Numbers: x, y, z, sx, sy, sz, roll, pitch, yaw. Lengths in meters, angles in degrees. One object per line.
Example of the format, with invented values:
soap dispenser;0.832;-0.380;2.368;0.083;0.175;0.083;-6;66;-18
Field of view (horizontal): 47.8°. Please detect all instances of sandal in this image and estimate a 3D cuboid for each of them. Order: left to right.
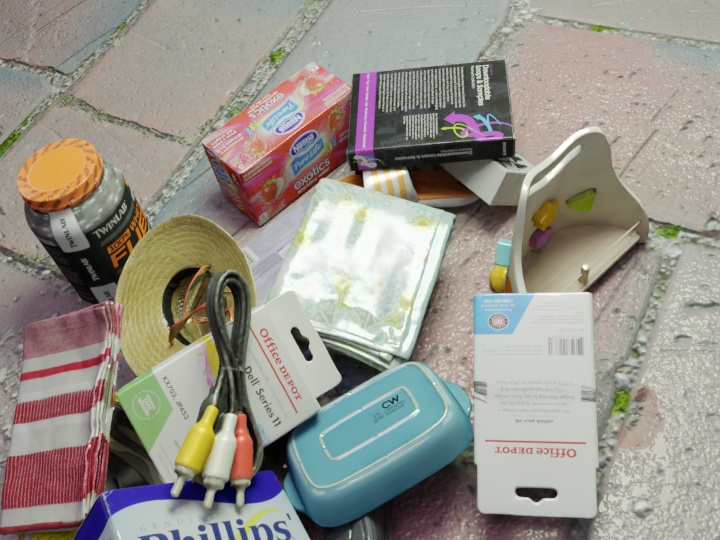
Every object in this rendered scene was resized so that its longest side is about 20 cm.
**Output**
sandal;0.057;-0.116;0.995;0.202;0.060;0.080;-7;42;-15

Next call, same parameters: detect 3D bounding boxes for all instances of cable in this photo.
cable;-0.108;0.105;0.713;0.050;0.096;0.204;-4;70;46

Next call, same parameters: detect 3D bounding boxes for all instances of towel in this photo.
towel;-0.283;0.137;0.756;0.142;0.023;0.204;-15;65;33
towel;0.000;0.000;0.890;0.168;0.048;0.203;18;64;10

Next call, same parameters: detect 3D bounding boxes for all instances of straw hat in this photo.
straw hat;-0.173;0.044;0.905;0.197;0.085;0.206;-5;80;28

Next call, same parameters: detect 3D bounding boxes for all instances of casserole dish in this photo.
casserole dish;0.012;0.154;0.764;0.197;0.039;0.122;-28;40;-8

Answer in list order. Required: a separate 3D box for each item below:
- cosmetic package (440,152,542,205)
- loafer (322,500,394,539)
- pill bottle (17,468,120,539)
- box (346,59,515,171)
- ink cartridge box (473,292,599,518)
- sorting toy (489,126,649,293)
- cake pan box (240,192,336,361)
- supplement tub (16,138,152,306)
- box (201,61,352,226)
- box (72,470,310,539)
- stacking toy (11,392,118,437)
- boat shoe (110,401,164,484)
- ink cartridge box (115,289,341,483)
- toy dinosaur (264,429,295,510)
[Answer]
cosmetic package;0.132;-0.155;1.021;0.081;0.051;0.200;-1;37;-44
loafer;-0.001;0.220;0.787;0.071;0.063;0.202;-32;34;21
pill bottle;-0.251;0.288;0.756;0.103;0.105;0.201;-28;51;-10
box;0.084;-0.189;0.981;0.195;0.036;0.145;-4;51;10
ink cartridge box;0.167;0.127;0.779;0.113;0.067;0.205;-1;79;12
sorting toy;0.211;-0.055;0.864;0.199;0.182;0.107;-38;54;-18
cake pan box;-0.053;0.007;0.963;0.199;0.053;0.184;-38;52;-17
supplement tub;-0.318;-0.050;0.972;0.120;0.202;0.124;-6;51;8
box;-0.098;-0.170;1.078;0.199;0.101;0.095;-39;54;-18
box;-0.122;0.282;0.669;0.201;0.182;0.106;51;120;36
stacking toy;-0.267;0.165;0.881;0.195;0.086;0.087;-5;51;1
boat shoe;-0.219;0.164;0.823;0.199;0.074;0.074;42;69;-6
ink cartridge box;-0.117;0.112;0.777;0.198;0.067;0.119;-31;92;-15
toy dinosaur;-0.089;0.197;0.818;0.086;0.048;0.203;-18;44;14
